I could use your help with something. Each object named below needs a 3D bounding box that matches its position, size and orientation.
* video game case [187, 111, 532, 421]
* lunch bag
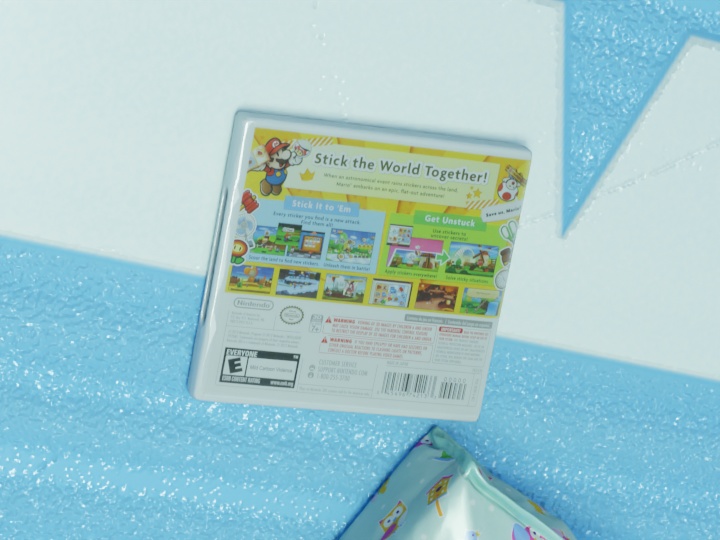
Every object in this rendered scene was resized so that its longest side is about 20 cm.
[{"bbox_3d":[0.000,0.000,1.837,0.199,0.023,0.183,6,104,-23],"label":"video game case"},{"bbox_3d":[0.078,0.229,1.884,0.200,0.122,0.171,39,88,-21],"label":"lunch bag"}]
